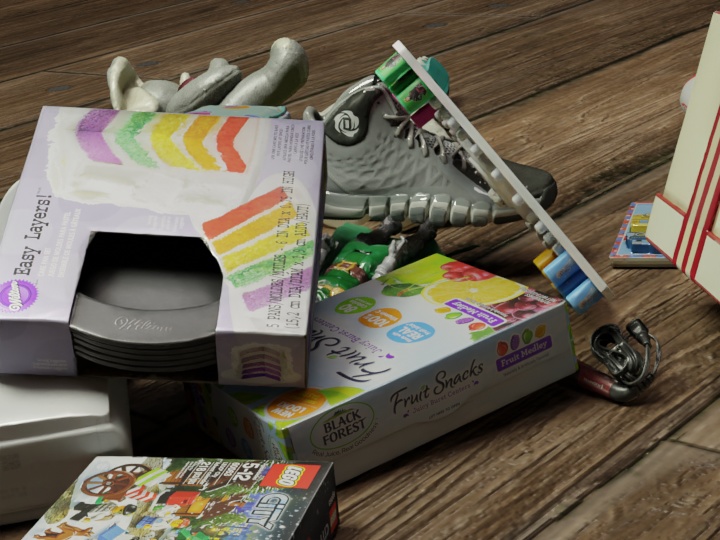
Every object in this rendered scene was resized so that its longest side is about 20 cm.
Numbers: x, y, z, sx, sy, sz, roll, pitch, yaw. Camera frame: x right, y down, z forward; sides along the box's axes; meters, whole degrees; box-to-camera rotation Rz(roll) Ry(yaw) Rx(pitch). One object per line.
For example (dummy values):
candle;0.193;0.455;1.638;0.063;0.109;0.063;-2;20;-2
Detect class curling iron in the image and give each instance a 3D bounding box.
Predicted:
curling iron;0.116;0.044;0.933;0.200;0.026;0.050;13;64;53

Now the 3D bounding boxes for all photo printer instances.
photo printer;-0.222;0.072;0.867;0.166;0.070;0.200;-9;27;-7

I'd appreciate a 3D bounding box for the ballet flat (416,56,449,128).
ballet flat;0.062;-0.184;1.597;0.072;0.072;0.200;-3;17;9

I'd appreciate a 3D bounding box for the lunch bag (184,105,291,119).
lunch bag;-0.097;-0.034;1.043;0.077;0.161;0.200;2;14;9

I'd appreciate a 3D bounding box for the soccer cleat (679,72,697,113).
soccer cleat;0.420;-0.177;1.440;0.199;0.069;0.085;-6;27;10

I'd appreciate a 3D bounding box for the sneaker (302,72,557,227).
sneaker;0.048;-0.097;1.084;0.199;0.116;0.075;0;19;3

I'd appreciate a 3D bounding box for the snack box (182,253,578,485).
snack box;0.010;0.057;0.878;0.200;0.053;0.142;-22;22;-25

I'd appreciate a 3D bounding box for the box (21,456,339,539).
box;-0.101;0.150;0.683;0.136;0.038;0.200;-1;19;15

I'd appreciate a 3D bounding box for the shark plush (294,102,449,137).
shark plush;-0.004;-0.117;1.383;0.200;0.083;0.091;-5;37;21

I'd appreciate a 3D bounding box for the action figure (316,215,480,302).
action figure;0.000;0.000;1.075;0.118;0.055;0.200;6;26;24

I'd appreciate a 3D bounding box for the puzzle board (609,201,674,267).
puzzle board;0.303;-0.035;1.128;0.199;0.017;0.151;0;20;17

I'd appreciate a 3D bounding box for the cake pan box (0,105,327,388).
cake pan box;-0.115;-0.015;0.855;0.184;0.052;0.200;3;44;2

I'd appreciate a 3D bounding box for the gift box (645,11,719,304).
gift box;0.308;-0.043;0.903;0.199;0.187;0.185;12;16;-6

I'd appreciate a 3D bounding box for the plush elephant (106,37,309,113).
plush elephant;-0.147;-0.137;1.346;0.200;0.165;0.155;-35;52;-10

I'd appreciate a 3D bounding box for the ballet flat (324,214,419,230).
ballet flat;0.023;-0.064;1.252;0.200;0.067;0.067;1;41;28

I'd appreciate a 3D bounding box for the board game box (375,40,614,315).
board game box;0.086;-0.058;0.959;0.026;0.200;0.200;-40;-1;5

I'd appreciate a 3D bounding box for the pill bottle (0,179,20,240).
pill bottle;-0.203;-0.046;1.137;0.116;0.117;0.200;-3;11;9
